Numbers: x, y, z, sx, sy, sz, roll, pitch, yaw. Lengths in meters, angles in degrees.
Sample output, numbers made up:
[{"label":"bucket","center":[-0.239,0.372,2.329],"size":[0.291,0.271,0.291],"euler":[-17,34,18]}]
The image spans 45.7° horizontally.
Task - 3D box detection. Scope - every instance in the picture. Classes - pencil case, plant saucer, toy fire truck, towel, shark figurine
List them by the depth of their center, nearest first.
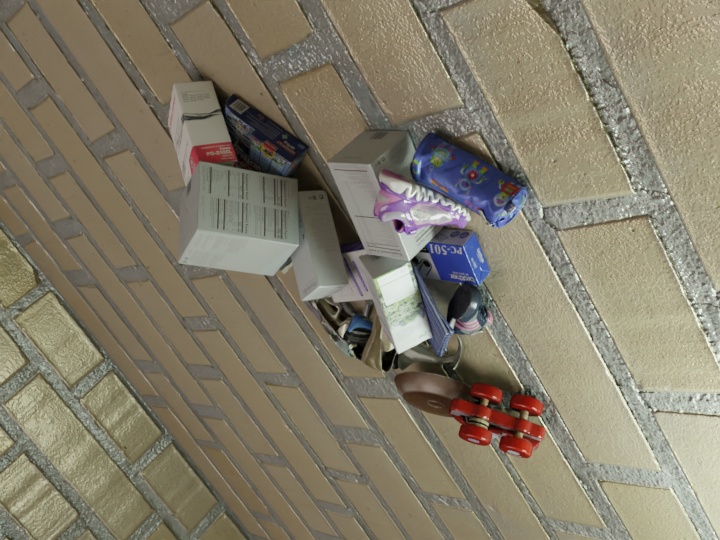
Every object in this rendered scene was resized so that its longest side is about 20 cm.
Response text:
[{"label":"pencil case","center":[0.170,-0.142,1.376],"size":[0.200,0.087,0.078],"euler":[34,164,20]},{"label":"towel","center":[0.134,0.082,1.648],"size":[0.145,0.024,0.200],"euler":[62,172,16]},{"label":"toy fire truck","center":[0.276,0.315,1.740],"size":[0.199,0.113,0.168],"euler":[16,159,7]},{"label":"shark figurine","center":[0.125,0.180,1.803],"size":[0.214,0.090,0.128],"euler":[23,146,31]},{"label":"plant saucer","center":[0.165,0.273,1.836],"size":[0.199,0.037,0.201],"euler":[14,155,7]}]

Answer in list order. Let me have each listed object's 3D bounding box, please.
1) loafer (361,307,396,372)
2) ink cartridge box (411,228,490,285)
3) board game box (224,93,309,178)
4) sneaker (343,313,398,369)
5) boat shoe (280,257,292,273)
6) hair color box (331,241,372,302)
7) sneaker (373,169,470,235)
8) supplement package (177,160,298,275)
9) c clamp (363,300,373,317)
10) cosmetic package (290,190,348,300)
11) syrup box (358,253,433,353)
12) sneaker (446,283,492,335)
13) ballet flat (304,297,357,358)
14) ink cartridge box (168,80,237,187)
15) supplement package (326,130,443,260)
[{"label":"loafer","center":[0.063,0.127,1.760],"size":[0.067,0.076,0.201],"euler":[39,129,32]},{"label":"ink cartridge box","center":[0.137,-0.031,1.582],"size":[0.199,0.044,0.094],"euler":[9,135,44]},{"label":"board game box","center":[-0.208,-0.225,1.748],"size":[0.200,0.062,0.200],"euler":[37,147,14]},{"label":"sneaker","center":[0.026,0.165,1.867],"size":[0.071,0.083,0.200],"euler":[41,180,44]},{"label":"boat shoe","center":[-0.154,-0.050,1.879],"size":[0.062,0.073,0.200],"euler":[43,154,-4]},{"label":"hair color box","center":[0.000,0.000,1.747],"size":[0.200,0.065,0.110],"euler":[-7,112,55]},{"label":"sneaker","center":[0.097,-0.098,1.431],"size":[0.200,0.089,0.080],"euler":[17,-168,-37]},{"label":"supplement package","center":[-0.239,-0.097,1.669],"size":[0.199,0.151,0.152],"euler":[8,153,-23]},{"label":"c clamp","center":[-0.006,0.083,1.900],"size":[0.171,0.027,0.200],"euler":[38,148,12]},{"label":"cosmetic package","center":[-0.095,-0.050,1.723],"size":[0.102,0.074,0.201],"euler":[-37,63,59]},{"label":"syrup box","center":[0.068,0.053,1.617],"size":[0.082,0.078,0.201],"euler":[56,169,51]},{"label":"sneaker","center":[0.210,0.073,1.576],"size":[0.082,0.071,0.200],"euler":[9,165,-2]},{"label":"ballet flat","center":[-0.052,0.110,1.910],"size":[0.201,0.072,0.072],"euler":[51,149,0]},{"label":"ink cartridge box","center":[-0.324,-0.262,1.737],"size":[0.145,0.084,0.201],"euler":[122,132,-58]},{"label":"supplement package","center":[0.046,-0.133,1.507],"size":[0.113,0.110,0.201],"euler":[11,134,45]}]
